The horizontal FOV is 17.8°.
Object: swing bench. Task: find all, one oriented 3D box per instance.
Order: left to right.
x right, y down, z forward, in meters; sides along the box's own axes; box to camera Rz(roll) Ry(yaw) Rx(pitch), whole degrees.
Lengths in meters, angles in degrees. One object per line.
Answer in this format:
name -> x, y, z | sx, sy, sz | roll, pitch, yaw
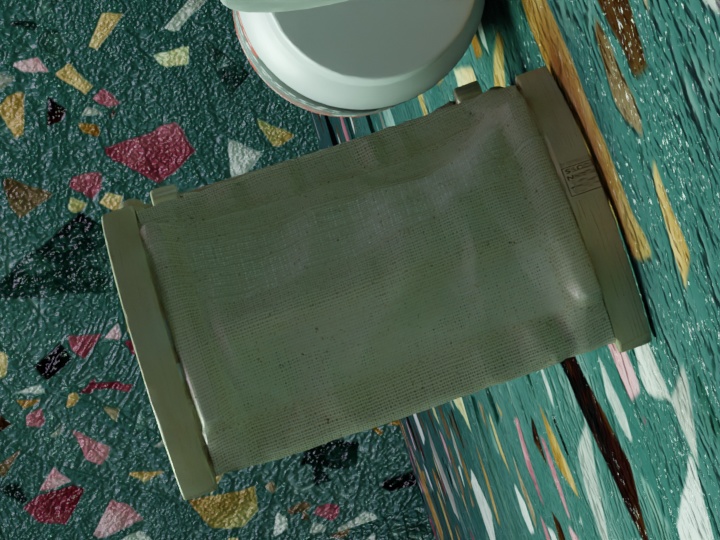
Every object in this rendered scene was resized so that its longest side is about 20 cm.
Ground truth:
swing bench -> 0.000, 0.000, 0.999 | 0.200, 0.198, 0.130 | 174, 78, -87

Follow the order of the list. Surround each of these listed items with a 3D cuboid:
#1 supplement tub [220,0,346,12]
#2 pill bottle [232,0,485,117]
supplement tub -> -0.006, -0.175, 0.540 | 0.144, 0.144, 0.201 | 107, 146, -85
pill bottle -> -0.002, -0.131, 1.070 | 0.200, 0.115, 0.117 | -150, 42, -86
